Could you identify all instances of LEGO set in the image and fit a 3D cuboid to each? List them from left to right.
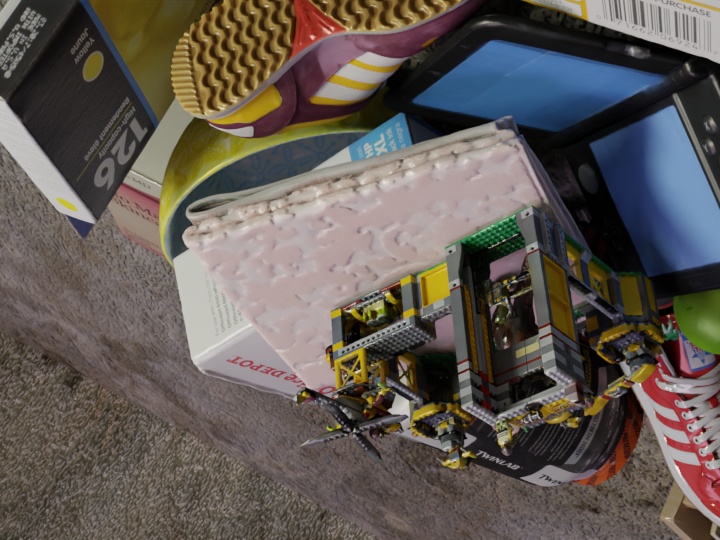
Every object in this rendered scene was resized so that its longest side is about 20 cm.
[{"bbox_3d":[0.073,0.066,0.791,0.199,0.117,0.154,-20,143,23],"label":"LEGO set"}]

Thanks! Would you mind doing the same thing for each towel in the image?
[{"bbox_3d":[0.025,-0.003,0.820,0.198,0.032,0.191,-15,144,17],"label":"towel"}]

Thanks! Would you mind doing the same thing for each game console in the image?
[{"bbox_3d":[0.116,-0.052,0.772,0.177,0.116,0.200,66,166,-1],"label":"game console"}]

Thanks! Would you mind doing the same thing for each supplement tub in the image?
[{"bbox_3d":[0.106,0.086,1.070,0.199,0.124,0.122,23,168,-27],"label":"supplement tub"}]

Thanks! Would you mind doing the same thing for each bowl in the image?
[{"bbox_3d":[-0.047,-0.081,0.976,0.198,0.108,0.201,-13,154,-6],"label":"bowl"}]

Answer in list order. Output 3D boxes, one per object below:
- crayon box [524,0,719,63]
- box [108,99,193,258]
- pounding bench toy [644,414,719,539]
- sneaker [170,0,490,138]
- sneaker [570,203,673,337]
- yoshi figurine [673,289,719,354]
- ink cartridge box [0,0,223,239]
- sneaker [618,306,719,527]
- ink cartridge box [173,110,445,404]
[{"bbox_3d":[0.105,-0.174,0.590,0.125,0.052,0.200,22,163,22],"label":"crayon box"},{"bbox_3d":[-0.132,-0.081,1.157,0.127,0.110,0.200,26,164,10],"label":"box"},{"bbox_3d":[0.320,0.157,1.078,0.155,0.125,0.200,8,153,50],"label":"pounding bench toy"},{"bbox_3d":[-0.001,-0.131,0.773,0.199,0.076,0.090,-20,163,21],"label":"sneaker"},{"bbox_3d":[0.159,0.002,0.985,0.098,0.071,0.200,40,163,-31],"label":"sneaker"},{"bbox_3d":[0.247,0.037,0.886,0.112,0.112,0.200,25,161,38],"label":"yoshi figurine"},{"bbox_3d":[-0.132,-0.133,0.849,0.047,0.199,0.200,23,163,20],"label":"ink cartridge box"},{"bbox_3d":[0.242,0.090,0.994,0.201,0.071,0.113,59,167,18],"label":"sneaker"},{"bbox_3d":[0.000,0.000,0.941,0.199,0.084,0.145,-30,149,26],"label":"ink cartridge box"}]
